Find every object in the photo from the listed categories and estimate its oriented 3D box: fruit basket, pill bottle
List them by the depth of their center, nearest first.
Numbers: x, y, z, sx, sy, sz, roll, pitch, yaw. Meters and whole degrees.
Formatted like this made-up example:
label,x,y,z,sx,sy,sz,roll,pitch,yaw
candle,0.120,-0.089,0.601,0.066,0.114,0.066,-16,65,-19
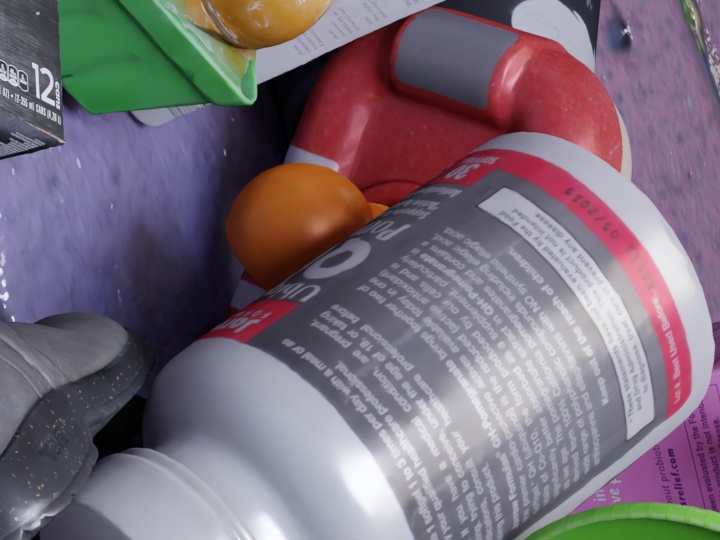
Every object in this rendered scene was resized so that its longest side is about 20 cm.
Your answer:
label,x,y,z,sx,sy,sz,roll,pitch,yaw
pill bottle,0.005,0.050,0.877,0.200,0.111,0.111,-35,113,-30
fruit basket,-0.036,-0.139,0.958,0.185,0.200,0.094,46,25,-46

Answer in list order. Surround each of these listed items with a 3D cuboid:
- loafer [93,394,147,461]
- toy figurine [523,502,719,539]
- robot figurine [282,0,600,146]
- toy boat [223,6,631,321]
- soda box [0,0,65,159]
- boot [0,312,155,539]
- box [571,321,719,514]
label,x,y,z,sx,sy,sz,roll,pitch,yaw
loafer,-0.044,0.120,0.969,0.201,0.070,0.068,48,34,-24
toy figurine,0.120,0.118,0.930,0.150,0.200,0.184,49,35,1
robot figurine,0.032,-0.097,1.162,0.125,0.150,0.200,28,51,-27
toy boat,0.000,0.000,1.001,0.131,0.130,0.200,21,89,-54
soda box,-0.166,-0.089,0.826,0.200,0.063,0.071,28,53,-58
boot,-0.131,0.012,0.835,0.132,0.070,0.200,44,5,-6
box,0.102,0.083,1.126,0.176,0.200,0.097,-19,95,-63
